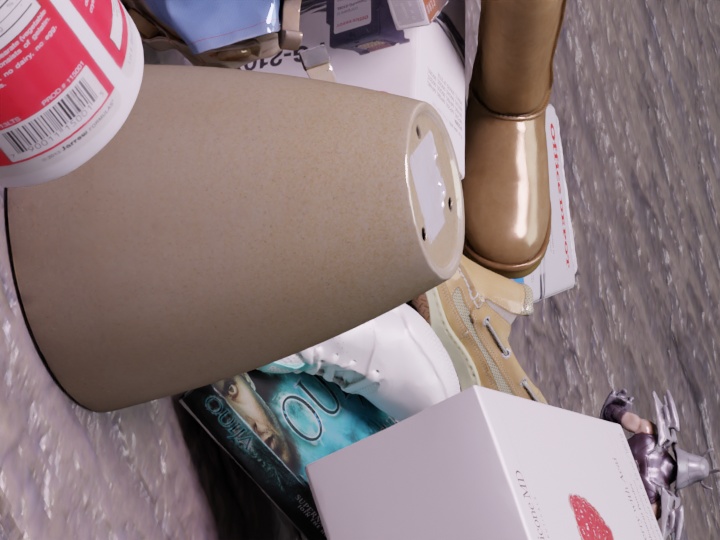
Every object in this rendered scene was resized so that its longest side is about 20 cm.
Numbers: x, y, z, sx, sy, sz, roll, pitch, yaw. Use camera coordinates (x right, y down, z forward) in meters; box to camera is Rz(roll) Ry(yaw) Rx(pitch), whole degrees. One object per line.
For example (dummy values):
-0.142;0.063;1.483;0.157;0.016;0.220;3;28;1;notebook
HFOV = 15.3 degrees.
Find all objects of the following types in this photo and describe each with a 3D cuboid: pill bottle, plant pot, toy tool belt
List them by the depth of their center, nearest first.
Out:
-0.185;-0.132;1.198;0.200;0.112;0.112;56;33;-53;pill bottle
-0.054;-0.029;1.401;0.187;0.200;0.188;-7;90;-70;plant pot
-0.074;-0.162;1.474;0.123;0.125;0.200;117;-46;-76;toy tool belt

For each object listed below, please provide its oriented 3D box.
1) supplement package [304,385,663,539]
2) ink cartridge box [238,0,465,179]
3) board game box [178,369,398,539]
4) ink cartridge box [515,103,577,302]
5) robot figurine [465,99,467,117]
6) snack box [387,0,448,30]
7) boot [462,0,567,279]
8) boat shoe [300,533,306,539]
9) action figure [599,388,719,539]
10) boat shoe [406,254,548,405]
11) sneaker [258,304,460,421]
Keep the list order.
0.080;0.153;1.529;0.200;0.120;0.121;17;50;-60;supplement package
-0.016;-0.148;1.634;0.084;0.145;0.200;46;41;-57;ink cartridge box
-0.025;0.081;1.604;0.135;0.028;0.200;47;25;-5;board game box
0.091;-0.045;1.994;0.200;0.086;0.147;-16;99;-72;ink cartridge box
0.016;-0.086;1.747;0.170;0.113;0.200;-14;96;-88;robot figurine
0.049;-0.213;1.591;0.200;0.024;0.072;-56;132;-57;snack box
0.092;-0.118;1.621;0.200;0.066;0.175;97;-7;-58;boot
0.015;0.217;1.705;0.062;0.073;0.200;-40;115;-63;boat shoe
0.167;0.151;1.965;0.069;0.200;0.130;47;40;-60;action figure
0.068;0.023;1.632;0.072;0.076;0.200;-115;-177;-52;boat shoe
-0.028;0.037;1.566;0.200;0.075;0.089;45;47;-17;sneaker
